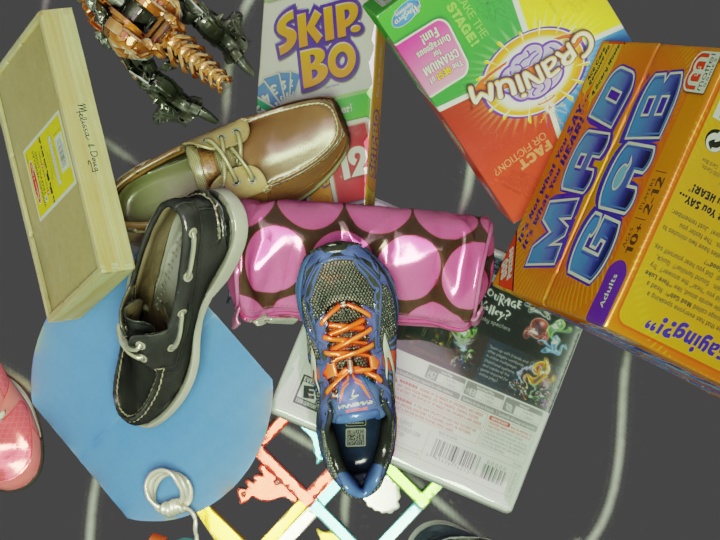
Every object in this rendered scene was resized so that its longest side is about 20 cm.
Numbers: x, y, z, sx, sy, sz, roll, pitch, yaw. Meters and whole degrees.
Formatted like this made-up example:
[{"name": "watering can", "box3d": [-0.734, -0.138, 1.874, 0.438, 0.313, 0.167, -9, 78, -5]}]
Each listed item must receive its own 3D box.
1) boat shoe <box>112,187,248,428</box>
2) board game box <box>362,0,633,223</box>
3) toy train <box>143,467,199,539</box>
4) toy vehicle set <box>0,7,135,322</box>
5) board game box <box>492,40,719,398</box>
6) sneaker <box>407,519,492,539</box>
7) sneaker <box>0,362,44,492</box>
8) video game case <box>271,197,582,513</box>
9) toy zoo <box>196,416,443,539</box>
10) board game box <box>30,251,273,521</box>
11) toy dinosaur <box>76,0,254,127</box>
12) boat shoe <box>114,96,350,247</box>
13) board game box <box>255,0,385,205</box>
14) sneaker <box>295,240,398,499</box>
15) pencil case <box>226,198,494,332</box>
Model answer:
[{"name": "boat shoe", "box3d": [-0.143, 0.030, 1.465, 0.074, 0.060, 0.201, 46, 123, 30]}, {"name": "board game box", "box3d": [0.118, -0.159, 1.515, 0.153, 0.040, 0.200, -37, 115, 0]}, {"name": "toy train", "box3d": [-0.191, 0.241, 1.520, 0.199, 0.056, 0.151, -32, 98, 19]}, {"name": "toy vehicle set", "box3d": [-0.221, -0.075, 1.505, 0.026, 0.124, 0.202, -9, 77, -30]}, {"name": "board game box", "box3d": [0.250, -0.027, 1.444, 0.199, 0.200, 0.201, 25, 89, -20]}, {"name": "sneaker", "box3d": [0.127, 0.250, 1.495, 0.201, 0.146, 0.077, 23, 87, 0]}, {"name": "sneaker", "box3d": [-0.305, 0.078, 1.534, 0.073, 0.087, 0.201, -27, 89, 1]}, {"name": "video game case", "box3d": [0.055, 0.061, 1.547, 0.199, 0.023, 0.183, 23, 79, 2]}, {"name": "toy zoo", "box3d": [-0.035, 0.175, 1.559, 0.131, 0.020, 0.200, 44, 89, 2]}, {"name": "board game box", "box3d": [-0.154, 0.089, 1.549, 0.158, 0.039, 0.200, -46, 76, 13]}, {"name": "toy dinosaur", "box3d": [-0.155, -0.172, 1.509, 0.102, 0.136, 0.201, -35, 46, 15]}, {"name": "boat shoe", "box3d": [-0.103, -0.070, 1.521, 0.199, 0.074, 0.076, -26, 81, 13]}, {"name": "board game box", "box3d": [-0.030, -0.148, 1.554, 0.095, 0.030, 0.202, 3, 86, 18]}, {"name": "sneaker", "box3d": [-0.002, 0.073, 1.449, 0.075, 0.079, 0.202, -10, 115, -1]}, {"name": "pencil case", "box3d": [0.000, 0.000, 1.500, 0.198, 0.091, 0.095, 2, 69, -4]}]
